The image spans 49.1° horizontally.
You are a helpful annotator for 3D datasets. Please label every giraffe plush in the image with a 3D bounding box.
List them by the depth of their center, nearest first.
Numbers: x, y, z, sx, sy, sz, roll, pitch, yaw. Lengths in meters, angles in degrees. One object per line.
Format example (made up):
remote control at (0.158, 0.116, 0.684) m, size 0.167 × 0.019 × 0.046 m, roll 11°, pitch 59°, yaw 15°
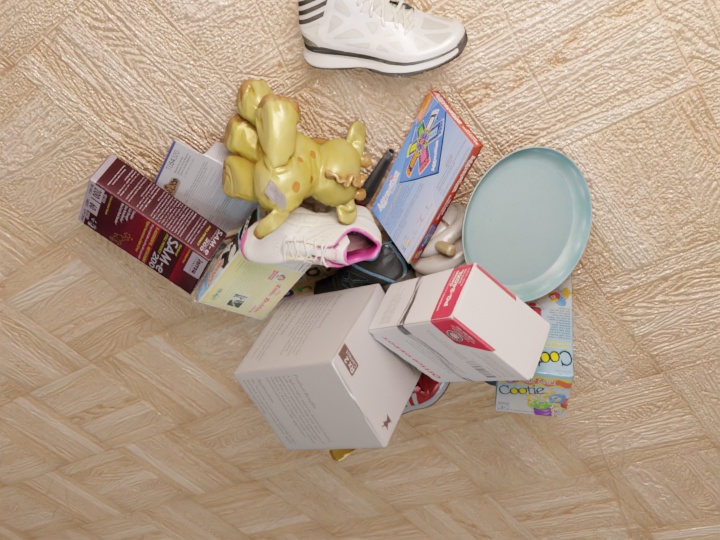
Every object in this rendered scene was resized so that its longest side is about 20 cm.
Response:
giraffe plush at (-0.070, -0.139, 1.018) m, size 0.159 × 0.202 × 0.175 m, roll -3°, pitch 136°, yaw -35°

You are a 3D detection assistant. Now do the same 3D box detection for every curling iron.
curling iron at (0.014, -0.101, 1.116) m, size 0.048 × 0.026 × 0.202 m, roll 15°, pitch 139°, yaw -6°

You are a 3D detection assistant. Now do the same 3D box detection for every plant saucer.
plant saucer at (0.214, -0.060, 1.028) m, size 0.195 × 0.027 × 0.206 m, roll -6°, pitch 107°, yaw -20°

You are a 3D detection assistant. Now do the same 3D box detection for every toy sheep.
toy sheep at (0.129, -0.026, 1.092) m, size 0.135 × 0.139 × 0.203 m, roll -16°, pitch 118°, yaw 29°

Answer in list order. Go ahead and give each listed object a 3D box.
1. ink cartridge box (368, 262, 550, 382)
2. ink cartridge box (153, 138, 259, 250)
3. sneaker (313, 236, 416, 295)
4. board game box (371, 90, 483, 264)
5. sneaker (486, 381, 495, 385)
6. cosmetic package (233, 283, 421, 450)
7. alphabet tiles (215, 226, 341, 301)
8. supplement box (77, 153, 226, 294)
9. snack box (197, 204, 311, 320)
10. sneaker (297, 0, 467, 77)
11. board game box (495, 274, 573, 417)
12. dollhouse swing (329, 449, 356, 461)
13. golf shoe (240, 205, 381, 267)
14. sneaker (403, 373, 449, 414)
ink cartridge box at (0.125, 0.076, 1.038) m, size 0.144 × 0.085 × 0.199 m, roll 36°, pitch 157°, yaw -21°
ink cartridge box at (-0.208, -0.098, 1.164) m, size 0.197 × 0.044 × 0.196 m, roll 28°, pitch 139°, yaw -15°
sneaker at (0.000, 0.000, 1.187) m, size 0.197 × 0.073 × 0.083 m, roll -16°, pitch 114°, yaw 38°
board game box at (0.080, -0.116, 1.016) m, size 0.019 × 0.104 × 0.202 m, roll -12°, pitch 145°, yaw -37°
sneaker at (0.204, 0.144, 1.292) m, size 0.073 × 0.086 × 0.202 m, roll -5°, pitch 136°, yaw 20°
cosmetic package at (-0.043, 0.145, 1.160) m, size 0.196 × 0.166 × 0.167 m, roll -10°, pitch 122°, yaw 36°
alphabet tiles at (-0.124, -0.014, 1.213) m, size 0.163 × 0.008 × 0.200 m, roll -16°, pitch 145°, yaw 18°
supplement box at (-0.302, -0.064, 1.143) m, size 0.198 × 0.062 × 0.109 m, roll 34°, pitch 140°, yaw -8°
snack box at (-0.148, -0.006, 1.168) m, size 0.114 × 0.038 × 0.200 m, roll 18°, pitch 134°, yaw -31°
sneaker at (0.019, -0.285, 0.873) m, size 0.195 × 0.077 × 0.117 m, roll 3°, pitch 140°, yaw 15°
board game box at (0.249, 0.093, 1.135) m, size 0.102 × 0.203 × 0.104 m, roll 4°, pitch 139°, yaw 10°
dollhouse swing at (-0.042, 0.202, 1.392) m, size 0.180 × 0.176 × 0.202 m, roll -34°, pitch 88°, yaw 7°
golf shoe at (-0.062, -0.040, 1.062) m, size 0.195 × 0.092 × 0.077 m, roll -11°, pitch 121°, yaw -16°
sneaker at (0.066, 0.197, 1.397) m, size 0.111 × 0.073 × 0.199 m, roll 30°, pitch 138°, yaw -23°
